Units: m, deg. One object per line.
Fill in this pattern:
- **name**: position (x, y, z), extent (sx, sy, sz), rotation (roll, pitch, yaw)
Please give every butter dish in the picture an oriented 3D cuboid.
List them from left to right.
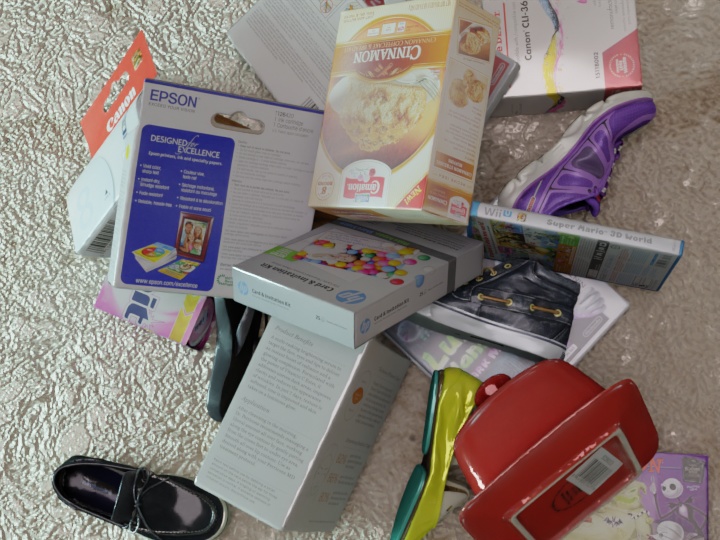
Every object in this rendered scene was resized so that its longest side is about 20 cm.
- **butter dish**: position (0.164, 0.160, 1.018), extent (0.199, 0.200, 0.148), rotation (-39, 53, 1)

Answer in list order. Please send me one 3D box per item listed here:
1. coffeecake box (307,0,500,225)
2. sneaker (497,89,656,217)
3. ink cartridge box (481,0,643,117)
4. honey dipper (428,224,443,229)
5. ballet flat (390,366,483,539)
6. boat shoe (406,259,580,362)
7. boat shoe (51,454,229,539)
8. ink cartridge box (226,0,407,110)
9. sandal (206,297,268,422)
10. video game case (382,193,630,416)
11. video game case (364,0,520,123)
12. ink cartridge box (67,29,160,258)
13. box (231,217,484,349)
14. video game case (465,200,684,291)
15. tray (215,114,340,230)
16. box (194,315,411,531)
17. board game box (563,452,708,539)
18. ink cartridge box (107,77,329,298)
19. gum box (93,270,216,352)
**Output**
- **coffeecake box**: position (0.040, -0.149, 1.023), extent (0.153, 0.073, 0.201), rotation (5, 84, 44)
- **sneaker**: position (0.235, -0.103, 1.104), extent (0.200, 0.081, 0.083), rotation (-43, 74, -1)
- **ink cartridge box**: position (0.193, -0.233, 1.140), extent (0.199, 0.067, 0.117), rotation (-5, 81, 8)
- **honey dipper**: position (0.000, 0.000, 1.151), extent (0.199, 0.038, 0.038), rotation (-26, 78, 7)
- **ballet flat**: position (0.085, 0.199, 1.084), extent (0.067, 0.067, 0.201), rotation (14, 92, -4)
- **boat shoe**: position (0.122, 0.025, 1.091), extent (0.200, 0.071, 0.091), rotation (18, 80, 5)
- **boat shoe**: position (-0.237, 0.244, 1.131), extent (0.199, 0.062, 0.075), rotation (15, 82, 9)
- **ink cartridge box**: position (-0.027, -0.246, 1.155), extent (0.176, 0.045, 0.200), rotation (-42, 68, 12)
- **sandal**: position (-0.121, 0.063, 1.137), extent (0.043, 0.076, 0.201), rotation (5, 92, 29)
- **video game case**: position (0.149, 0.049, 1.125), extent (0.182, 0.023, 0.200), rotation (43, 89, 13)
- **video game case**: position (0.055, -0.206, 1.143), extent (0.200, 0.017, 0.143), rotation (38, 102, 26)
- **ink cartridge box**: position (-0.265, -0.139, 1.135), extent (0.160, 0.047, 0.200), rotation (-44, 53, 35)
- **box**: position (0.000, 0.000, 1.030), extent (0.156, 0.200, 0.041), rotation (19, 123, 36)
- **video game case**: position (0.204, -0.022, 1.045), extent (0.199, 0.143, 0.018), rotation (11, 78, 9)
- **tray**: position (-0.095, -0.084, 1.119), extent (0.199, 0.037, 0.099), rotation (22, 84, -26)
- **box**: position (-0.052, 0.147, 1.067), extent (0.106, 0.152, 0.201), rotation (23, 84, 21)
- **board game box**: position (0.248, 0.241, 1.079), extent (0.199, 0.032, 0.121), rotation (1, 77, 9)
- **ink cartridge box**: position (-0.137, -0.074, 1.050), extent (0.197, 0.047, 0.201), rotation (7, 97, -27)
- **gum box**: position (-0.192, -0.027, 1.165), extent (0.113, 0.066, 0.201), rotation (21, 84, 12)
